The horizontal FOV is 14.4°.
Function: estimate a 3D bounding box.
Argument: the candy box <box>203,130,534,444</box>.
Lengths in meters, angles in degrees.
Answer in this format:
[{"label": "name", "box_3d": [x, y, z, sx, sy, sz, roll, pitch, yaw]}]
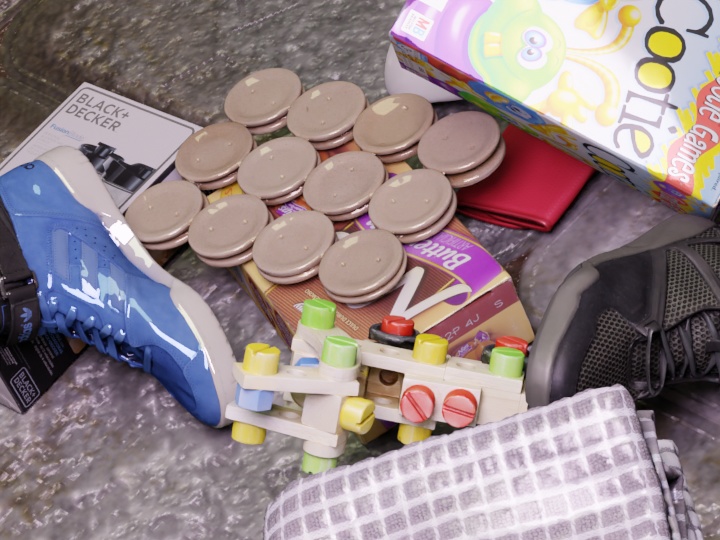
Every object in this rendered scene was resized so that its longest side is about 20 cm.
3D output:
[{"label": "candy box", "box_3d": [0.000, 0.000, 1.629, 0.117, 0.056, 0.200, -31, 41, -7]}]

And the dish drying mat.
[{"label": "dish drying mat", "box_3d": [0.136, -0.099, 1.696, 0.077, 0.018, 0.200, 14, 56, 39]}]

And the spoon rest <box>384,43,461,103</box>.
[{"label": "spoon rest", "box_3d": [0.089, -0.137, 1.721, 0.200, 0.061, 0.099, 0, 43, 54]}]

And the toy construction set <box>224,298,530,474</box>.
[{"label": "toy construction set", "box_3d": [0.033, 0.075, 1.471, 0.200, 0.092, 0.131, 25, 15, 1]}]

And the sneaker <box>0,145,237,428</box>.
[{"label": "sneaker", "box_3d": [-0.160, 0.027, 1.612, 0.111, 0.077, 0.200, -29, 72, -26]}]

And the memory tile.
[{"label": "memory tile", "box_3d": [-0.027, -0.051, 1.642, 0.200, 0.017, 0.153, 15, 55, 37]}]

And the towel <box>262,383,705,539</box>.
[{"label": "towel", "box_3d": [0.058, 0.151, 1.259, 0.200, 0.086, 0.166, -18, 49, 12]}]

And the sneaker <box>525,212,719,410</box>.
[{"label": "sneaker", "box_3d": [0.170, 0.033, 1.469, 0.114, 0.076, 0.199, 16, 27, 33]}]

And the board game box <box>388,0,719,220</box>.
[{"label": "board game box", "box_3d": [0.129, -0.118, 1.568, 0.200, 0.105, 0.103, 28, 87, 8]}]

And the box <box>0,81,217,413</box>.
[{"label": "box", "box_3d": [-0.186, -0.017, 1.731, 0.117, 0.060, 0.200, 23, 60, 40]}]
